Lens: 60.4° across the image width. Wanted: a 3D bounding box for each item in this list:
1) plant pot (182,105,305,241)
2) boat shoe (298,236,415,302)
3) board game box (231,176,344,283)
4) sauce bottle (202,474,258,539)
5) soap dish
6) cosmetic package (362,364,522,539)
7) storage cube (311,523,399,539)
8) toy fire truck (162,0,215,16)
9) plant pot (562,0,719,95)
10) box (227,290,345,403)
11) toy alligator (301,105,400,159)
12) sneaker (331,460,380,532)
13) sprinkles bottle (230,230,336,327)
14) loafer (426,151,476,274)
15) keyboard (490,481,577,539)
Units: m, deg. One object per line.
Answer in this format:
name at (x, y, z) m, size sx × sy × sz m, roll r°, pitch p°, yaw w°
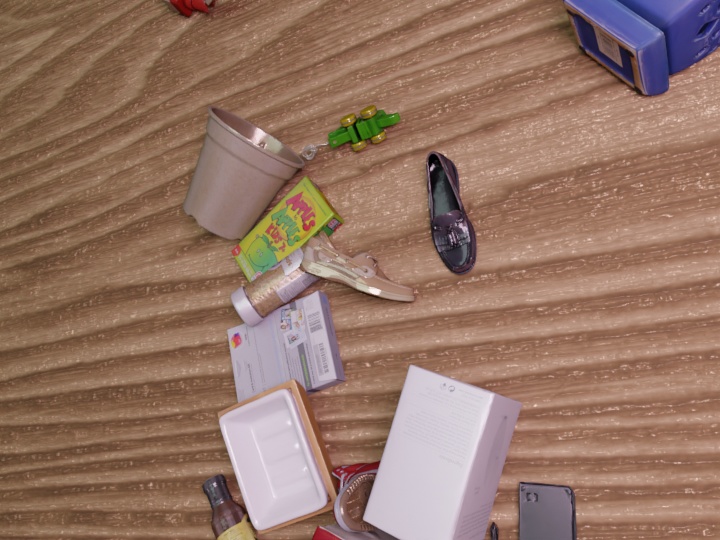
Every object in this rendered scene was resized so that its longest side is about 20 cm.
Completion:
plant pot at (-0.228, -0.166, 1.137) m, size 0.200 × 0.199 × 0.186 m, roll 39°, pitch 106°, yaw 29°
boat shoe at (0.000, 0.000, 1.000) m, size 0.195 × 0.071 × 0.066 m, roll 19°, pitch 87°, yaw 2°
board game box at (-0.134, -0.061, 1.126) m, size 0.200 × 0.047 × 0.102 m, roll -43°, pitch 62°, yaw 10°
sauce bottle at (-0.205, 0.435, 1.016) m, size 0.064 × 0.064 × 0.202 m, roll -37°, pitch 64°, yaw 12°
soap dish at (-0.126, 0.293, 0.986) m, size 0.155 × 0.081 × 0.204 m, roll -25°, pitch 81°, yaw 18°
cosmetic package at (0.117, 0.251, 0.830) m, size 0.120 × 0.199 × 0.205 m, roll 14°, pitch 82°, yaw 27°
storage cube at (0.014, 0.463, 0.839) m, size 0.196 × 0.170 × 0.184 m, roll 17°, pitch 83°, yaw 29°
toy fire truck at (-0.338, -0.650, 1.357) m, size 0.197 × 0.129 × 0.179 m, roll 25°, pitch 87°, yaw 17°
plant pot at (0.406, -0.380, 0.867) m, size 0.180 × 0.199 × 0.201 m, roll -46°, pitch 62°, yaw 13°
box at (-0.133, 0.146, 1.073) m, size 0.196 × 0.041 × 0.159 m, roll -23°, pitch 67°, yaw 18°
toy alligator at (-0.016, -0.252, 1.121) m, size 0.196 × 0.060 × 0.055 m, roll -16°, pitch 27°, yaw 23°
sneaker at (-0.011, 0.322, 0.881) m, size 0.110 × 0.199 × 0.073 m, roll -20°, pitch 81°, yaw 27°
sprinkles bottle at (-0.126, 0.015, 1.067) m, size 0.198 × 0.068 × 0.069 m, roll -35°, pitch 63°, yaw -1°
loafer at (0.136, -0.095, 0.993) m, size 0.070 × 0.063 × 0.205 m, roll -17°, pitch 69°, yaw 21°
keyboard at (0.229, 0.395, 0.839) m, size 0.124 × 0.021 × 0.206 m, roll -1°, pitch 75°, yaw 20°
